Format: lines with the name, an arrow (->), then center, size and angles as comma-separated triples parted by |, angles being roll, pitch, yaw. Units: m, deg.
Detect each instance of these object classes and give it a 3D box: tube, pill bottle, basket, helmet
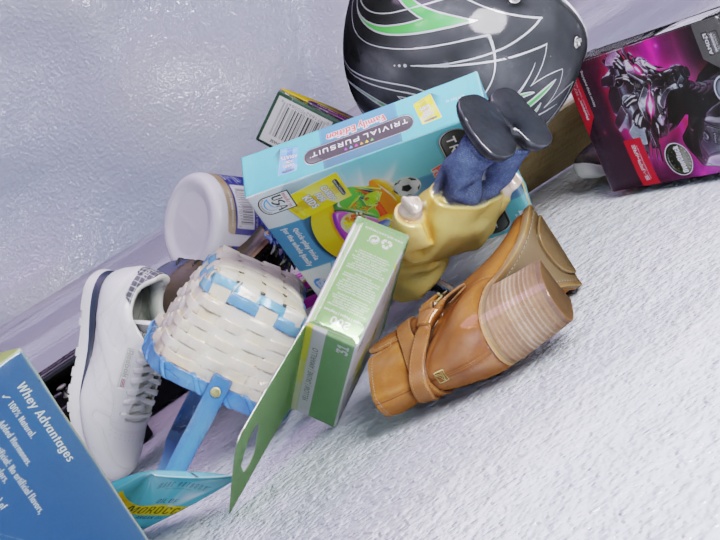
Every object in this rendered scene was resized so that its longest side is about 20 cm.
tube -> -0.183, 0.182, 0.949 | 0.077, 0.050, 0.200 | 4, -25, -45
pill bottle -> -0.112, -0.046, 1.399 | 0.200, 0.116, 0.116 | 4, -15, -40
basket -> -0.125, 0.091, 1.061 | 0.200, 0.139, 0.176 | -58, 11, 10
helmet -> 0.085, -0.187, 1.047 | 0.200, 0.200, 0.191 | -29, 51, 13

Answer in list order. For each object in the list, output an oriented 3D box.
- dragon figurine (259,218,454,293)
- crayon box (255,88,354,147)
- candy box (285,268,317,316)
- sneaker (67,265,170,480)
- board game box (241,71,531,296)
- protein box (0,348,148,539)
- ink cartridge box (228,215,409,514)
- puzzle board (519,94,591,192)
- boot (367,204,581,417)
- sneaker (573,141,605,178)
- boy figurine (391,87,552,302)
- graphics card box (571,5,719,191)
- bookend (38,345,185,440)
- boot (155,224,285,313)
dragon figurine -> 0.000, 0.000, 1.109 | 0.099, 0.200, 0.059 | -49, -17, 3
crayon box -> 0.023, -0.098, 1.173 | 0.058, 0.200, 0.173 | -63, -14, 7
candy box -> -0.025, 0.011, 1.266 | 0.136, 0.061, 0.200 | -25, 14, 33
sneaker -> -0.218, 0.096, 1.146 | 0.080, 0.200, 0.076 | -2, -3, 30
board game box -> 0.026, -0.064, 0.999 | 0.200, 0.151, 0.047 | -19, 53, 13
protein box -> -0.277, 0.194, 0.827 | 0.200, 0.199, 0.135 | -40, 15, -36
ink cartridge box -> -0.030, 0.078, 0.899 | 0.146, 0.048, 0.200 | 103, -169, -58
puzzle board -> 0.215, -0.145, 1.228 | 0.200, 0.017, 0.151 | -33, -20, -6
boot -> 0.085, 0.033, 0.927 | 0.155, 0.077, 0.200 | -32, 17, 19
sneaker -> 0.275, -0.160, 1.169 | 0.200, 0.082, 0.077 | -33, 12, -10
boy figurine -> 0.070, -0.049, 0.934 | 0.124, 0.064, 0.200 | -19, -23, -35
graphics card box -> 0.262, -0.139, 1.016 | 0.051, 0.126, 0.200 | -29, 11, -27
bookend -> -0.259, 0.126, 1.304 | 0.199, 0.092, 0.200 | -34, 14, -15
boot -> -0.148, 0.002, 1.194 | 0.200, 0.097, 0.075 | -50, -24, -1
